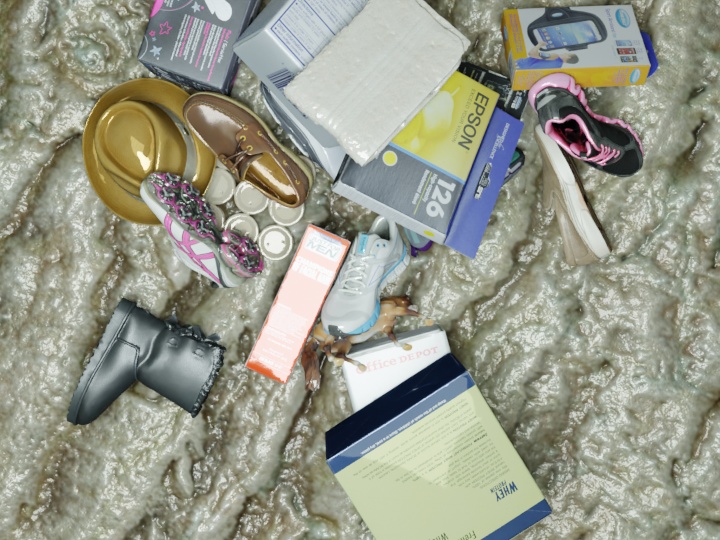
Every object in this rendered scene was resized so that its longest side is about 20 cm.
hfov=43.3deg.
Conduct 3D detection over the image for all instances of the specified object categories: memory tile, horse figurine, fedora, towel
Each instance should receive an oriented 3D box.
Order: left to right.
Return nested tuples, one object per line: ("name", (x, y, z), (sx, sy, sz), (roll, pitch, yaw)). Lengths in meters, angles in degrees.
("fedora", (-0.287, -0.159, 1.190), (0.199, 0.082, 0.202), (0, 90, 8))
("memory tile", (-0.171, -0.108, 1.239), (0.199, 0.017, 0.154), (17, 92, -1))
("horse figurine", (0.001, 0.081, 1.165), (0.199, 0.132, 0.050), (-24, 117, -17))
("towel", (0.021, -0.231, 1.048), (0.132, 0.034, 0.200), (42, 79, 6))

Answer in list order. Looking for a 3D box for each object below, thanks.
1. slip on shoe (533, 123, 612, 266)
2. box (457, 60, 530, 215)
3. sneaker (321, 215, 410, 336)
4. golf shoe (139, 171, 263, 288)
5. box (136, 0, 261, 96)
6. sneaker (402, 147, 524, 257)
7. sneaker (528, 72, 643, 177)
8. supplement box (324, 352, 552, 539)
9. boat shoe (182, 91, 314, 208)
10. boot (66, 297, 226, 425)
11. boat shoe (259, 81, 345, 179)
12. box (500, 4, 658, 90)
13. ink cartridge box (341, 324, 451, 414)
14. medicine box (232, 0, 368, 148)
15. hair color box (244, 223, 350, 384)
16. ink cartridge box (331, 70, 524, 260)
("slip on shoe", (0.271, -0.101, 1.225), (0.060, 0.076, 0.201), (-25, 95, 22))
("box", (0.116, -0.179, 1.182), (0.159, 0.044, 0.201), (22, 70, 5))
("sneaker", (0.000, 0.000, 1.161), (0.075, 0.200, 0.087), (8, 132, 21))
("golf shoe", (-0.220, -0.043, 1.177), (0.092, 0.073, 0.200), (-25, 126, 27))
("box", (-0.193, -0.337, 1.171), (0.114, 0.132, 0.201), (20, 93, -5))
("sneaker", (0.138, -0.097, 1.233), (0.199, 0.074, 0.088), (-29, 135, -13))
("sneaker", (0.297, -0.167, 1.179), (0.199, 0.096, 0.079), (29, 129, -26))
("supplement box", (0.090, 0.246, 1.115), (0.199, 0.134, 0.200), (-32, 95, 0))
("boat shoe", (-0.144, -0.154, 1.170), (0.200, 0.068, 0.072), (38, 114, -16))
("boot", (-0.285, 0.148, 1.224), (0.162, 0.073, 0.199), (27, 91, -5))
("boat shoe", (-0.060, -0.182, 1.213), (0.200, 0.068, 0.072), (46, 65, -23))
("box", (0.292, -0.296, 1.198), (0.199, 0.042, 0.120), (-4, 56, 0))
("ink cartridge box", (0.065, 0.187, 1.221), (0.144, 0.088, 0.201), (-16, 95, -1))
("medicine box", (-0.023, -0.289, 1.135), (0.182, 0.103, 0.200), (45, 68, -23))
("hair color box", (-0.081, 0.040, 1.200), (0.064, 0.111, 0.201), (23, 92, -2))
("ink cartridge box", (0.091, -0.144, 1.093), (0.199, 0.047, 0.199), (24, 76, -10))
